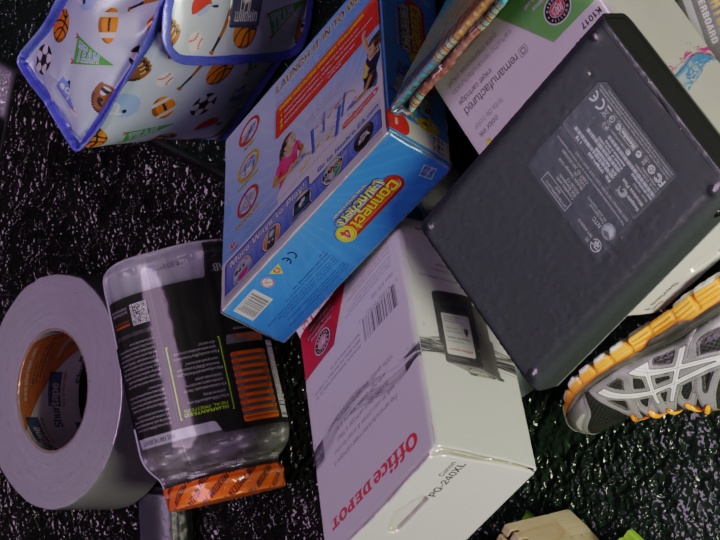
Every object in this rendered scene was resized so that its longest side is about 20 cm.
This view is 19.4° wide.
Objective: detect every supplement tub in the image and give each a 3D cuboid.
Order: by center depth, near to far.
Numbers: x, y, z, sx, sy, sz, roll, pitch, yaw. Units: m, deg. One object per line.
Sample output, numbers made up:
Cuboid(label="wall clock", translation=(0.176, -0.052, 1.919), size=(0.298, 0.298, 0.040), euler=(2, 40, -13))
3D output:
Cuboid(label="supplement tub", translation=(-0.127, 0.084, 1.669), size=(0.122, 0.122, 0.200), euler=(-19, 80, 41))

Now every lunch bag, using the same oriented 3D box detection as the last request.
Cuboid(label="lunch bag", translation=(-0.136, -0.191, 1.621), size=(0.124, 0.170, 0.200), euler=(53, 124, 22))

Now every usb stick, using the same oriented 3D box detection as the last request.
Cuboid(label="usb stick", translation=(-0.162, 0.278, 1.777), size=(0.055, 0.033, 0.200), euler=(1, 95, 41))

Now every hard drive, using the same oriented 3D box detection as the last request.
Cuboid(label="hard drive", translation=(0.134, -0.040, 1.304), size=(0.200, 0.033, 0.140), euler=(-49, 65, 34))

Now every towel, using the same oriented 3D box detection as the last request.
Cuboid(label="towel", translation=(0.088, -0.193, 1.421), size=(0.022, 0.200, 0.147), euler=(37, 123, -8))

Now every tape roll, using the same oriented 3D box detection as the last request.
Cuboid(label="tape roll", translation=(-0.236, 0.103, 1.787), size=(0.200, 0.066, 0.201), euler=(-6, 82, 46))

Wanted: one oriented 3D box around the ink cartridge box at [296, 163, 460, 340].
Cuboid(label="ink cartridge box", translation=(0.000, 0.000, 1.582), size=(0.200, 0.068, 0.116), euler=(-45, 63, 35))

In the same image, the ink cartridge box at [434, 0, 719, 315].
Cuboid(label="ink cartridge box", translation=(0.162, -0.089, 1.353), size=(0.145, 0.084, 0.200), euler=(-46, 65, 35))

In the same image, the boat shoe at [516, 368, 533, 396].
Cuboid(label="boat shoe", translation=(0.108, 0.028, 1.495), size=(0.200, 0.071, 0.091), euler=(-41, 61, 33))

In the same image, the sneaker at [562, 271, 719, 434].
Cuboid(label="sneaker", translation=(0.212, 0.065, 1.396), size=(0.200, 0.078, 0.077), euler=(-40, 81, 41))

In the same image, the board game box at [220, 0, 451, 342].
Cuboid(label="board game box", translation=(-0.021, -0.084, 1.502), size=(0.200, 0.056, 0.196), euler=(-46, 29, 32))

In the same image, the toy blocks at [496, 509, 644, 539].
Cuboid(label="toy blocks", translation=(0.140, 0.239, 1.430), size=(0.200, 0.137, 0.100), euler=(43, 120, 30))

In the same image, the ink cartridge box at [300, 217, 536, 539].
Cuboid(label="ink cartridge box", translation=(0.034, 0.089, 1.437), size=(0.145, 0.083, 0.200), euler=(-51, 35, 39))

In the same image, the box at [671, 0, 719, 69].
Cuboid(label="box", translation=(0.206, -0.145, 1.397), size=(0.158, 0.048, 0.200), euler=(-26, 77, 40))
